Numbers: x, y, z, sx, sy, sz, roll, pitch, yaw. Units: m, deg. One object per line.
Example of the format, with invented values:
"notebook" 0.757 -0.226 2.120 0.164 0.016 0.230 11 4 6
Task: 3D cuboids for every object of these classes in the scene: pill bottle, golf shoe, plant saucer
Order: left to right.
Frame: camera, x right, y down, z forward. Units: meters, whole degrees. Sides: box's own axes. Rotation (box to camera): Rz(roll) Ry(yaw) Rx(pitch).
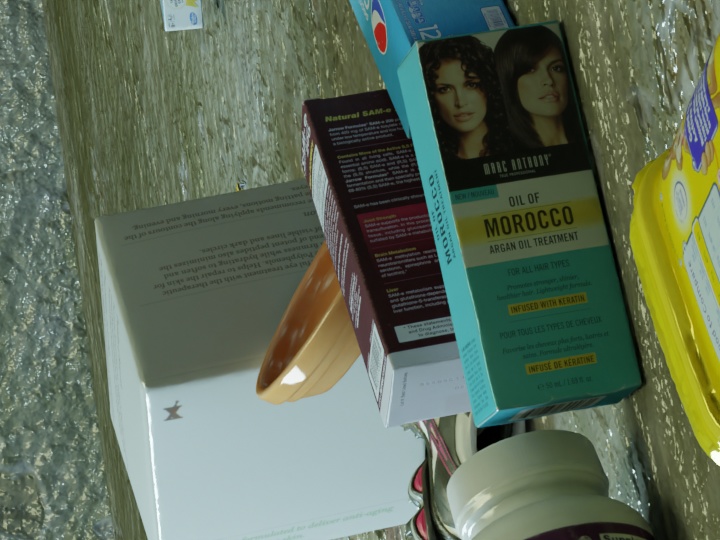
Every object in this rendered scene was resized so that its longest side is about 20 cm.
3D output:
"plant saucer" 0.000 0.000 1.813 0.200 0.037 0.200 -59 7 12
"golf shoe" 0.064 0.081 1.764 0.088 0.077 0.200 -47 45 41
"pill bottle" 0.109 0.186 1.486 0.112 0.112 0.200 98 158 -55

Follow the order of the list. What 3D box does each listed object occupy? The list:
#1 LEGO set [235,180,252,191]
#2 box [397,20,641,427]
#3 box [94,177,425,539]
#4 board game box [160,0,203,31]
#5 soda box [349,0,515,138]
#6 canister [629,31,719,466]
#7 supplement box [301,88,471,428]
"LEGO set" -0.083 0.008 2.218 0.200 0.116 0.154 -145 46 -74
"box" 0.082 -0.025 1.522 0.049 0.082 0.200 129 130 -72
"box" -0.067 0.069 2.007 0.171 0.199 0.200 -112 15 -45
"board game box" -0.163 -0.323 2.496 0.135 0.034 0.200 -104 10 -63
"soda box" 0.031 -0.169 1.690 0.068 0.064 0.200 92 164 -45
"canister" 0.173 -0.027 1.092 0.200 0.086 0.149 105 153 -60
"supplement box" 0.041 -0.014 1.659 0.061 0.109 0.200 96 162 -52
